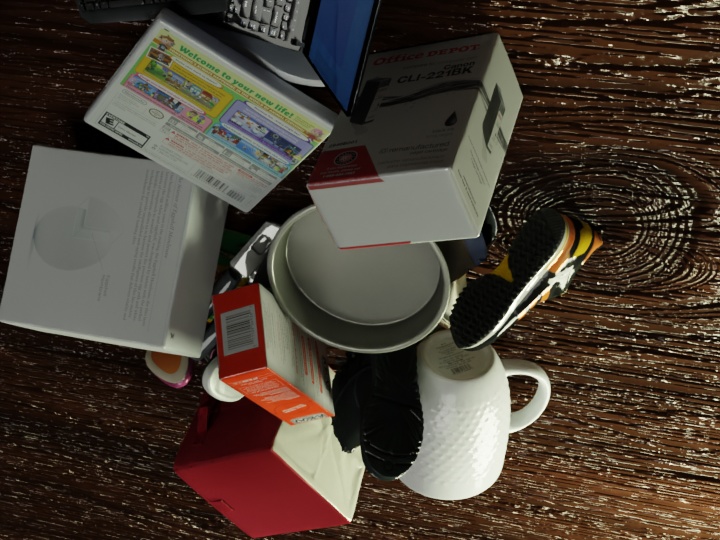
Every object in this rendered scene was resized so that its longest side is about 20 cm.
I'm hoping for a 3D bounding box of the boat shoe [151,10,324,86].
[{"bbox_3d":[-0.109,-0.218,1.196,0.198,0.070,0.066,15,159,1],"label":"boat shoe"}]

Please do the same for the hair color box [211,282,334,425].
[{"bbox_3d":[-0.095,0.098,1.374,0.061,0.102,0.200,-15,154,15],"label":"hair color box"}]

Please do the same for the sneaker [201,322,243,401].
[{"bbox_3d":[-0.175,0.105,1.514,0.098,0.200,0.071,16,105,16],"label":"sneaker"}]

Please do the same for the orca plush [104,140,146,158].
[{"bbox_3d":[-0.209,-0.153,1.303,0.199,0.071,0.105,-16,129,36],"label":"orca plush"}]

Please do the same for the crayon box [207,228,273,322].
[{"bbox_3d":[-0.181,0.004,1.483,0.198,0.059,0.119,16,140,4],"label":"crayon box"}]

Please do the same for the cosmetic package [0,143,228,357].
[{"bbox_3d":[-0.268,-0.020,1.360,0.198,0.201,0.123,8,173,15],"label":"cosmetic package"}]

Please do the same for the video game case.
[{"bbox_3d":[-0.150,-0.151,1.211,0.199,0.022,0.182,30,140,-21],"label":"video game case"}]

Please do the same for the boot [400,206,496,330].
[{"bbox_3d":[0.110,-0.007,1.335,0.096,0.075,0.201,-2,134,29],"label":"boot"}]

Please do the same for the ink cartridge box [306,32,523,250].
[{"bbox_3d":[0.055,-0.121,1.129,0.143,0.201,0.084,-5,132,27],"label":"ink cartridge box"}]

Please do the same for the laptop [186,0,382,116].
[{"bbox_3d":[-0.072,-0.258,1.071,0.198,0.104,0.178,18,126,2],"label":"laptop"}]

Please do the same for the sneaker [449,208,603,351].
[{"bbox_3d":[0.180,0.022,1.310,0.089,0.070,0.200,13,129,-35],"label":"sneaker"}]

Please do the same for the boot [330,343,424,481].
[{"bbox_3d":[0.010,0.170,1.428,0.073,0.200,0.163,12,149,-18],"label":"boot"}]

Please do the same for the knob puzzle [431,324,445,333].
[{"bbox_3d":[-0.004,0.043,1.424,0.217,0.031,0.221,0,141,0],"label":"knob puzzle"}]

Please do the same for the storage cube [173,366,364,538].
[{"bbox_3d":[-0.108,0.230,1.625,0.179,0.172,0.200,-17,129,36],"label":"storage cube"}]

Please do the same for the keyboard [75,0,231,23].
[{"bbox_3d":[-0.206,-0.297,1.136,0.199,0.021,0.128,3,113,34],"label":"keyboard"}]

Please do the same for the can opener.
[{"bbox_3d":[-0.145,0.028,1.392,0.053,0.067,0.200,40,108,-7],"label":"can opener"}]

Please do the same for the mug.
[{"bbox_3d":[0.134,0.161,1.482,0.198,0.148,0.176,-7,132,-11],"label":"mug"}]

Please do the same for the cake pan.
[{"bbox_3d":[0.000,0.000,1.308,0.198,0.037,0.202,7,127,9],"label":"cake pan"}]

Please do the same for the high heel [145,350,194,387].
[{"bbox_3d":[-0.228,0.104,1.533,0.067,0.200,0.096,-38,126,-4],"label":"high heel"}]
